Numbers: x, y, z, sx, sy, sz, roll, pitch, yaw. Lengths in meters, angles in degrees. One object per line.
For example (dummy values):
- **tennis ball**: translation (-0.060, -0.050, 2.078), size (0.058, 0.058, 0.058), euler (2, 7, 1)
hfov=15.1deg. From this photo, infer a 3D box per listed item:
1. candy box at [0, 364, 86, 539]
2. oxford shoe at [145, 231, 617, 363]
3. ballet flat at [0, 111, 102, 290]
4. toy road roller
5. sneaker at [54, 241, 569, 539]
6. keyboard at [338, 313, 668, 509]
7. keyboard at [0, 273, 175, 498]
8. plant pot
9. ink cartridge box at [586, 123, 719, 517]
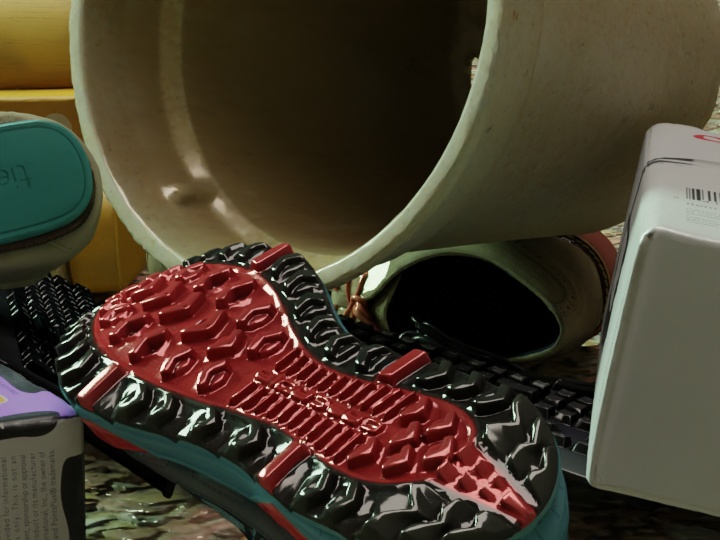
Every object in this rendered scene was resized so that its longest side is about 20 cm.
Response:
- **candy box**: translation (-0.202, 0.069, 0.790), size (0.199, 0.072, 0.168), euler (-8, 14, -26)
- **oxford shoe**: translation (0.000, 0.000, 1.073), size (0.199, 0.071, 0.075), euler (2, 15, 19)
- **ballet flat**: translation (-0.179, -0.010, 0.862), size (0.199, 0.070, 0.069), euler (-5, 12, -28)
- **toy road roller**: translation (-0.159, -0.066, 1.214), size (0.122, 0.147, 0.200), euler (-2, 12, 4)
- **sneaker**: translation (-0.016, 0.063, 0.743), size (0.079, 0.096, 0.200), euler (-29, 34, -22)
- **keyboard**: translation (0.032, 0.036, 0.917), size (0.199, 0.021, 0.127), euler (19, 10, 24)
- **keyboard**: translation (-0.086, 0.023, 0.934), size (0.104, 0.040, 0.200), euler (35, 5, -16)
- **plant pot**: translation (0.029, -0.086, 0.977), size (0.200, 0.202, 0.183), euler (9, 3, 41)
- **ink cartridge box**: translation (0.152, 0.020, 0.869), size (0.144, 0.084, 0.200), euler (13, 13, 4)
